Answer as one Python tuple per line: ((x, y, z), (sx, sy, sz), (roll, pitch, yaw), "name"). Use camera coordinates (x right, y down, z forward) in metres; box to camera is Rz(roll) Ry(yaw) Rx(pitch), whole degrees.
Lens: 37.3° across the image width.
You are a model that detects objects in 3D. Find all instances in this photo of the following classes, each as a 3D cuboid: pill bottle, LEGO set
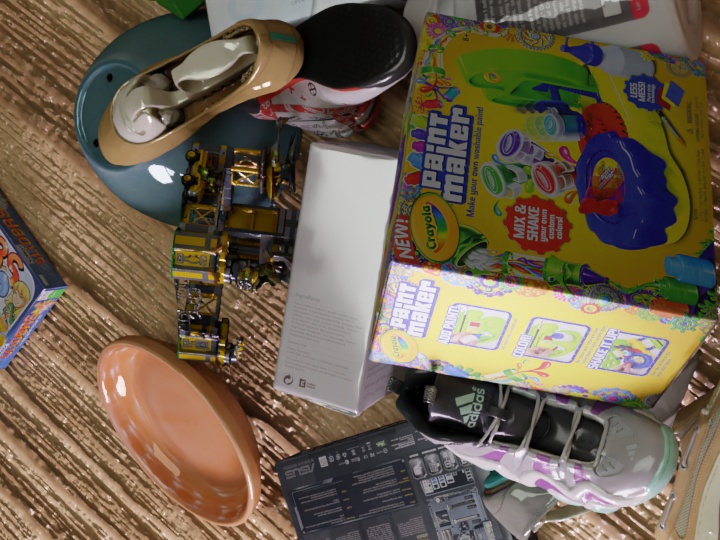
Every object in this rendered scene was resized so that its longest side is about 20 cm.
((0.135, -0.182, 0.770), (0.198, 0.110, 0.112), (-8, 91, 29), "pill bottle")
((-0.083, -0.011, 0.857), (0.115, 0.155, 0.201), (6, 141, -4), "LEGO set")

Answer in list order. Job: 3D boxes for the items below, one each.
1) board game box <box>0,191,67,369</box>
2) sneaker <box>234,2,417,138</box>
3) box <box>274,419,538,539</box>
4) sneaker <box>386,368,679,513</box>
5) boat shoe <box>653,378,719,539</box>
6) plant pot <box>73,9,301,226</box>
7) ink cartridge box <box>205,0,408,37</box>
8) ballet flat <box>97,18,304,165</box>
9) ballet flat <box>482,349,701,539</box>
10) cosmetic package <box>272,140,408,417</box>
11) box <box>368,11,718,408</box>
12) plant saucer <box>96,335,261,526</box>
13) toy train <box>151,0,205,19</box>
((-0.407, -0.013, 1.130), (0.135, 0.034, 0.200), (-47, 73, 24), "board game box")
((-0.007, -0.151, 0.833), (0.200, 0.107, 0.068), (-4, 79, 44), "sneaker")
((0.039, 0.208, 0.893), (0.199, 0.051, 0.159), (-22, 84, 28), "box")
((0.098, 0.101, 0.712), (0.199, 0.139, 0.078), (0, 68, 47), "sneaker")
((0.252, 0.116, 0.761), (0.076, 0.071, 0.202), (24, 105, 41), "boat shoe")
((-0.169, -0.131, 0.931), (0.198, 0.134, 0.202), (3, 97, 29), "plant pot")
((-0.055, -0.289, 0.837), (0.159, 0.047, 0.202), (-10, 91, 22), "ink cartridge box")
((-0.136, -0.138, 0.803), (0.199, 0.063, 0.069), (-25, 81, 24), "ballet flat")
((0.179, 0.131, 0.781), (0.200, 0.067, 0.064), (-40, 86, 21), "ballet flat")
((0.000, 0.000, 0.859), (0.080, 0.113, 0.202), (15, 104, 20), "cosmetic package")
((0.115, -0.039, 0.695), (0.191, 0.122, 0.202), (9, 57, -1), "box")
((-0.159, 0.140, 0.965), (0.199, 0.037, 0.201), (28, 137, 29), "plant saucer")
((-0.197, -0.273, 0.950), (0.042, 0.057, 0.200), (-42, 44, -8), "toy train")
